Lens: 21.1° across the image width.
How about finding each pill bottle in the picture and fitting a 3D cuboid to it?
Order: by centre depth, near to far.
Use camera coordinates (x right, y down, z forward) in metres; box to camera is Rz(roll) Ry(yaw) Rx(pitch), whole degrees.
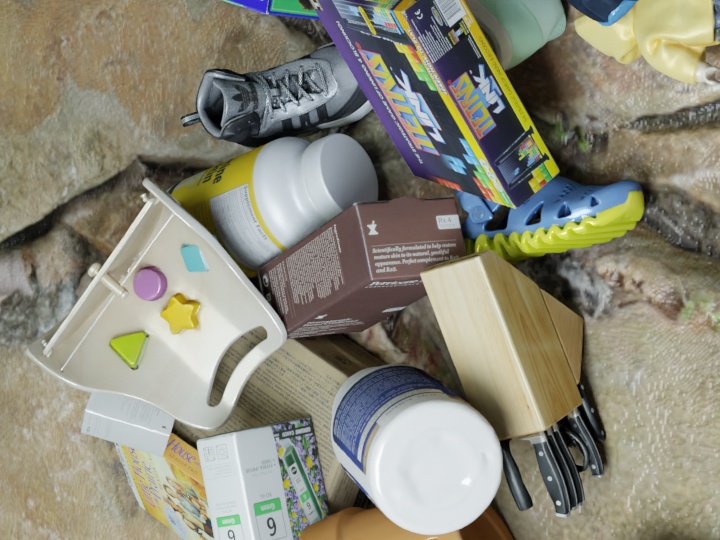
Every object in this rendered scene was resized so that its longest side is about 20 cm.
[{"bbox_3d":[0.038,0.140,1.597,0.200,0.111,0.111,-146,62,-73],"label":"pill bottle"},{"bbox_3d":[-0.084,-0.057,1.774,0.200,0.112,0.112,-20,80,37],"label":"pill bottle"}]

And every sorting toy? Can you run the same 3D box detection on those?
[{"bbox_3d":[-0.164,0.045,1.726,0.180,0.107,0.200,40,106,8],"label":"sorting toy"}]

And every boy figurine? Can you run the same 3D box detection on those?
[{"bbox_3d":[0.261,-0.201,1.522,0.200,0.064,0.124,-15,73,39],"label":"boy figurine"}]

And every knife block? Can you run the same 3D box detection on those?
[{"bbox_3d":[0.126,0.101,1.581,0.064,0.200,0.176,-17,52,37],"label":"knife block"}]

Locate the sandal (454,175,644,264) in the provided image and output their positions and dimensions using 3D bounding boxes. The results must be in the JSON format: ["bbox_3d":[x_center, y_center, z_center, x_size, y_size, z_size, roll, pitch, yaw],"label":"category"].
[{"bbox_3d":[0.146,-0.054,1.618,0.200,0.079,0.087,-11,81,37],"label":"sandal"}]

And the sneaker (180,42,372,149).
[{"bbox_3d":[-0.072,-0.160,1.758,0.200,0.114,0.076,-21,79,37],"label":"sneaker"}]

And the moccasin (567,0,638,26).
[{"bbox_3d":[0.163,-0.275,1.562,0.080,0.068,0.200,-49,40,10],"label":"moccasin"}]

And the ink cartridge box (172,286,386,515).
[{"bbox_3d":[-0.067,0.130,1.792,0.200,0.075,0.165,33,113,31],"label":"ink cartridge box"}]

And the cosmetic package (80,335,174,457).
[{"bbox_3d":[-0.195,0.071,1.818,0.051,0.082,0.200,110,176,-55],"label":"cosmetic package"}]

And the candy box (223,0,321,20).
[{"bbox_3d":[-0.066,-0.269,1.693,0.169,0.200,0.077,23,107,38],"label":"candy box"}]

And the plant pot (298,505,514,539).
[{"bbox_3d":[0.059,0.275,1.640,0.140,0.200,0.200,-30,73,17],"label":"plant pot"}]

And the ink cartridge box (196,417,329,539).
[{"bbox_3d":[-0.074,0.235,1.688,0.050,0.109,0.200,-15,84,37],"label":"ink cartridge box"}]

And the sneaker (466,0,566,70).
[{"bbox_3d":[0.085,-0.252,1.627,0.200,0.118,0.074,51,138,14],"label":"sneaker"}]

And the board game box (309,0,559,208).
[{"bbox_3d":[0.057,-0.155,1.580,0.165,0.057,0.200,21,148,58],"label":"board game box"}]

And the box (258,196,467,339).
[{"bbox_3d":[0.000,0.000,1.676,0.200,0.100,0.075,-35,64,58],"label":"box"}]

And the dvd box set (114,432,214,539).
[{"bbox_3d":[-0.155,0.220,1.841,0.200,0.029,0.146,30,148,35],"label":"dvd box set"}]
